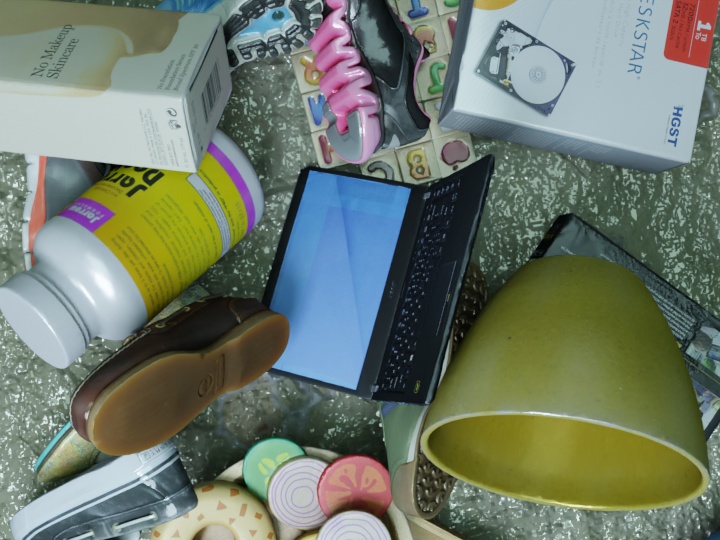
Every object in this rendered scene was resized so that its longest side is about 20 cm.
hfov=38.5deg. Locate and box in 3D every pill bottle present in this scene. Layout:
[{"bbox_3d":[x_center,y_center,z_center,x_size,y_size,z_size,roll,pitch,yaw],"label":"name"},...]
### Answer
[{"bbox_3d":[-0.171,-0.020,0.772,0.104,0.104,0.200,45,59,-1],"label":"pill bottle"}]

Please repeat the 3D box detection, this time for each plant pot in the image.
[{"bbox_3d":[0.152,0.074,0.746,0.198,0.200,0.143,13,64,-3],"label":"plant pot"}]

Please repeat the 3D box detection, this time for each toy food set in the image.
[{"bbox_3d":[-0.050,0.231,0.800,0.197,0.049,0.201,-29,90,-4],"label":"toy food set"}]

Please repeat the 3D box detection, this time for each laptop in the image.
[{"bbox_3d":[0.000,0.000,0.770,0.102,0.200,0.179,18,80,-13],"label":"laptop"}]

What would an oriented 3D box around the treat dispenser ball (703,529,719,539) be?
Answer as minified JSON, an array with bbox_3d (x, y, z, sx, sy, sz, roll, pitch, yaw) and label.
[{"bbox_3d":[0.325,0.291,0.780,0.198,0.201,0.204,0,88,-3],"label":"treat dispenser ball"}]

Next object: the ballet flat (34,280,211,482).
[{"bbox_3d":[-0.180,0.097,0.822,0.070,0.071,0.201,35,84,-2],"label":"ballet flat"}]

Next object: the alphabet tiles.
[{"bbox_3d":[0.028,-0.170,0.873,0.165,0.006,0.202,-15,89,-4],"label":"alphabet tiles"}]

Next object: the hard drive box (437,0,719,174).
[{"bbox_3d":[0.177,-0.179,0.845,0.198,0.077,0.158,11,87,-6],"label":"hard drive box"}]

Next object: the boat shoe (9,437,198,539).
[{"bbox_3d":[-0.197,0.185,0.771,0.199,0.072,0.071,-31,87,40],"label":"boat shoe"}]

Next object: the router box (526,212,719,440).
[{"bbox_3d":[0.209,0.070,0.854,0.199,0.051,0.150,36,88,-1],"label":"router box"}]

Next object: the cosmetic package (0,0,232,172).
[{"bbox_3d":[-0.205,-0.141,0.762,0.197,0.072,0.106,6,49,7],"label":"cosmetic package"}]

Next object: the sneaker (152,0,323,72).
[{"bbox_3d":[-0.126,-0.200,0.840,0.198,0.079,0.091,-18,48,8],"label":"sneaker"}]

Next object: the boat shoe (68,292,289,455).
[{"bbox_3d":[-0.136,0.068,0.738,0.070,0.199,0.071,23,115,26],"label":"boat shoe"}]

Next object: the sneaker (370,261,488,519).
[{"bbox_3d":[0.040,0.090,0.822,0.089,0.067,0.202,1,72,40],"label":"sneaker"}]

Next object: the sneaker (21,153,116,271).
[{"bbox_3d":[-0.224,-0.044,0.822,0.081,0.077,0.203,-2,89,-10],"label":"sneaker"}]

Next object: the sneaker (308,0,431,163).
[{"bbox_3d":[0.009,-0.191,0.843,0.094,0.079,0.203,-10,89,-25],"label":"sneaker"}]

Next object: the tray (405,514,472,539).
[{"bbox_3d":[0.010,0.235,0.845,0.199,0.037,0.099,28,87,-1],"label":"tray"}]
